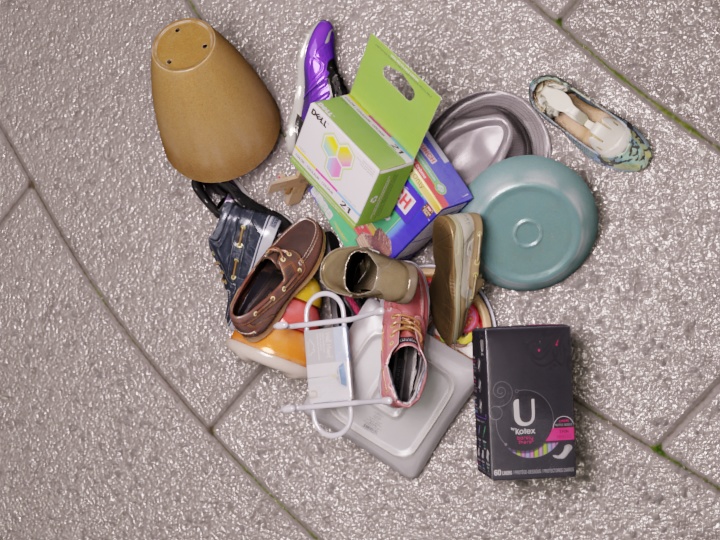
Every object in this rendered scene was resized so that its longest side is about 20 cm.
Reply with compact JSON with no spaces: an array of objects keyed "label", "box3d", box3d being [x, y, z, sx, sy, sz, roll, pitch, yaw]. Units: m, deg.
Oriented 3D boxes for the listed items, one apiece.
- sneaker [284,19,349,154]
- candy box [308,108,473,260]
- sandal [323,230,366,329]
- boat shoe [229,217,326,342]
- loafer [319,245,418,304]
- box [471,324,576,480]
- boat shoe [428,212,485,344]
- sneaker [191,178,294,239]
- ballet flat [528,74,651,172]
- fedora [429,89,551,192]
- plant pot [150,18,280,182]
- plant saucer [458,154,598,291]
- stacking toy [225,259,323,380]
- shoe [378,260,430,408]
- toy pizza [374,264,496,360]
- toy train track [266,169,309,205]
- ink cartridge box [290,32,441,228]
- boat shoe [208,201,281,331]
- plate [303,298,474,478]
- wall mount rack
[{"label":"sneaker","box3d":[-0.045,-0.263,1.700,0.098,0.069,0.204,13,100,15]},{"label":"candy box","box3d":[0.038,-0.108,1.617,0.170,0.076,0.200,56,135,11]},{"label":"sandal","box3d":[-0.017,0.038,1.680,0.044,0.075,0.204,-12,82,14]},{"label":"boat shoe","box3d":[-0.115,0.004,1.613,0.070,0.071,0.202,17,66,29]},{"label":"loafer","box3d":[0.000,0.000,1.569,0.199,0.067,0.077,5,80,54]},{"label":"box","box3d":[0.221,0.177,1.569,0.120,0.106,0.204,-3,87,-5]},{"label":"boat shoe","box3d":[0.138,0.012,1.574,0.074,0.065,0.203,49,147,45]},{"label":"sneaker","box3d":[-0.175,-0.077,1.721,0.199,0.087,0.076,36,98,14]},{"label":"ballet flat","box3d":[0.311,-0.202,1.588,0.199,0.074,0.075,34,98,15]},{"label":"fedora","box3d":[0.165,-0.164,1.619,0.198,0.090,0.179,-31,80,14]},{"label":"plant pot","box3d":[-0.225,-0.259,1.651,0.183,0.201,0.189,-4,62,8]},{"label":"plant saucer","box3d":[0.229,-0.056,1.578,0.196,0.036,0.203,2,115,4]},{"label":"stacking toy","box3d":[-0.101,0.048,1.677,0.144,0.146,0.203,19,86,16]},{"label":"shoe","box3d":[0.063,0.086,1.557,0.070,0.091,0.204,7,85,-8]},{"label":"toy pizza","box3d":[0.099,0.093,1.663,0.197,0.032,0.204,0,89,17]},{"label":"toy train track","box3d":[-0.080,-0.168,1.662,0.033,0.113,0.201,59,148,22]},{"label":"ink cartridge box","box3d":[0.003,-0.183,1.509,0.148,0.075,0.202,47,135,25]},{"label":"boat shoe","box3d":[-0.186,-0.008,1.699,0.090,0.071,0.202,22,119,1]},{"label":"plate","box3d":[0.044,0.174,1.635,0.198,0.032,0.202,31,103,-3]},{"label":"wall mount rack","box3d":[-0.029,0.124,1.553,0.171,0.074,0.204,-8,83,22]}]
